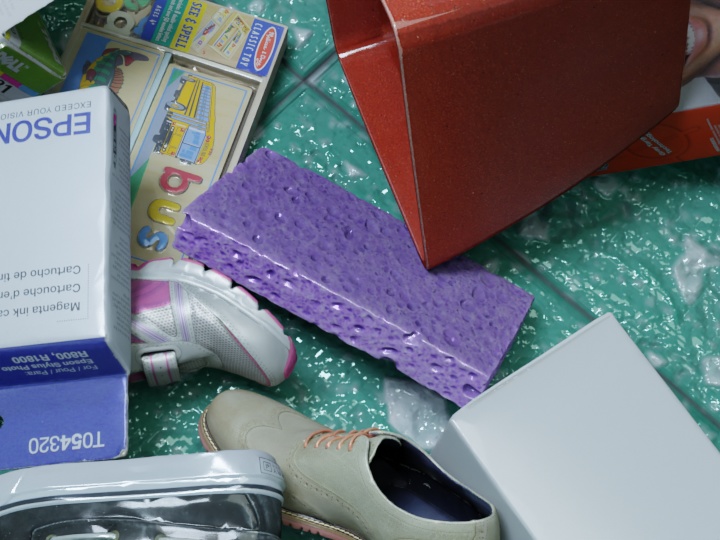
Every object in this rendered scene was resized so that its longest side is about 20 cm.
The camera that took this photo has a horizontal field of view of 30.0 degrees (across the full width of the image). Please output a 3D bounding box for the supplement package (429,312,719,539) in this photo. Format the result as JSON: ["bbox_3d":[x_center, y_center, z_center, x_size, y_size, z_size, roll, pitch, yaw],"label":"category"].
[{"bbox_3d":[0.138,0.148,0.729,0.117,0.117,0.200,-31,74,-18],"label":"supplement package"}]

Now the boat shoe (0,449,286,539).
[{"bbox_3d":[-0.136,0.142,0.696,0.199,0.072,0.071,-12,59,12],"label":"boat shoe"}]

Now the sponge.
[{"bbox_3d":[0.000,0.000,0.796,0.199,0.030,0.112,28,32,7],"label":"sponge"}]

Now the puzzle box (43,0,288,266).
[{"bbox_3d":[-0.137,-0.089,0.851,0.132,0.025,0.201,17,65,0],"label":"puzzle box"}]

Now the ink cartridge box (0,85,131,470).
[{"bbox_3d":[-0.221,0.009,0.727,0.195,0.043,0.201,-8,69,10],"label":"ink cartridge box"}]

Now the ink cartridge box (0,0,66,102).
[{"bbox_3d":[-0.221,-0.185,0.811,0.199,0.076,0.148,-31,72,9],"label":"ink cartridge box"}]

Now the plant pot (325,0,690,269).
[{"bbox_3d":[0.082,-0.155,0.776,0.175,0.200,0.200,-17,54,-5],"label":"plant pot"}]

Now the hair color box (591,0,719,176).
[{"bbox_3d":[0.220,-0.129,0.837,0.199,0.061,0.102,-9,62,28],"label":"hair color box"}]

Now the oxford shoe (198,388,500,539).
[{"bbox_3d":[-0.005,0.106,0.731,0.199,0.074,0.071,26,38,24],"label":"oxford shoe"}]

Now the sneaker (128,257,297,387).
[{"bbox_3d":[-0.135,0.040,0.769,0.199,0.081,0.089,14,67,9],"label":"sneaker"}]
